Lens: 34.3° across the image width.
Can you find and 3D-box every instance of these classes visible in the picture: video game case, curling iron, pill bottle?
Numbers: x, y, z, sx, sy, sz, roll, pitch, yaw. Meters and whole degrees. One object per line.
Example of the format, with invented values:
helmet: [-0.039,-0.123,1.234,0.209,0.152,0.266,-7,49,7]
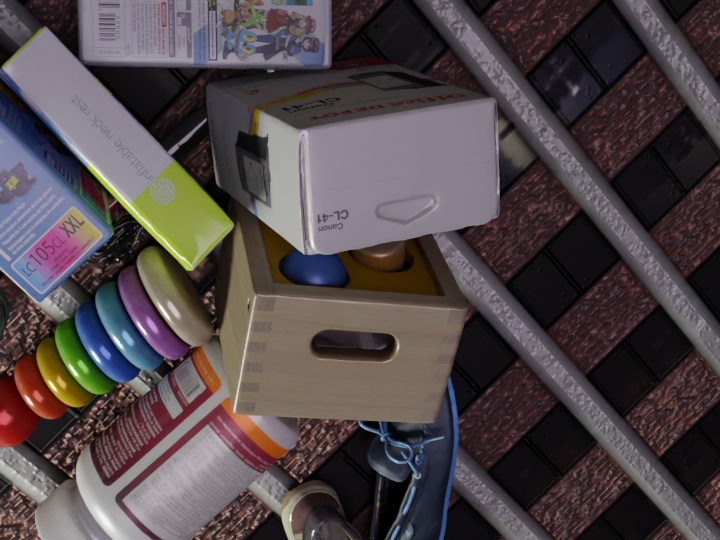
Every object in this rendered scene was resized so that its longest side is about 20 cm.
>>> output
video game case: [-0.109,-0.245,0.818,0.179,0.022,0.204,-1,95,-14]
curling iron: [-0.143,-0.083,0.887,0.201,0.026,0.050,-49,139,-1]
pill bottle: [-0.153,0.155,0.918,0.199,0.110,0.110,-41,114,2]

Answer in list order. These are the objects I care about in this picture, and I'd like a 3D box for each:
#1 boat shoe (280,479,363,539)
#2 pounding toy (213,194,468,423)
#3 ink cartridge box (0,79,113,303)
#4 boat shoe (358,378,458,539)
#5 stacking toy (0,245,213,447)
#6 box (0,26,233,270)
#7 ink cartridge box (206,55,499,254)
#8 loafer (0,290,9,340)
boat shoe: [-0.012,0.279,1.023,0.071,0.065,0.203,-23,114,-8]
pounding toy: [0.000,0.000,0.881,0.196,0.185,0.144,4,120,-16]
ink cartridge box: [-0.264,-0.088,0.790,0.076,0.137,0.200,-43,114,1]
boat shoe: [0.040,0.161,0.985,0.068,0.084,0.204,-9,109,-24]
stacking toy: [-0.213,0.070,0.893,0.198,0.086,0.086,-35,114,3]
box: [-0.172,-0.086,0.802,0.048,0.122,0.200,-44,96,-7]
ink cartridge box: [-0.011,-0.087,0.814,0.145,0.200,0.087,-12,110,-22]
loafer: [-0.352,0.012,0.841,0.197,0.063,0.073,18,103,-20]
